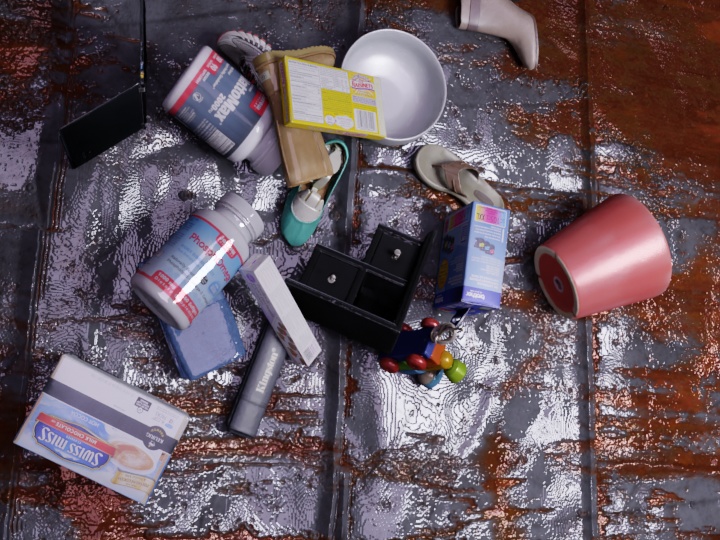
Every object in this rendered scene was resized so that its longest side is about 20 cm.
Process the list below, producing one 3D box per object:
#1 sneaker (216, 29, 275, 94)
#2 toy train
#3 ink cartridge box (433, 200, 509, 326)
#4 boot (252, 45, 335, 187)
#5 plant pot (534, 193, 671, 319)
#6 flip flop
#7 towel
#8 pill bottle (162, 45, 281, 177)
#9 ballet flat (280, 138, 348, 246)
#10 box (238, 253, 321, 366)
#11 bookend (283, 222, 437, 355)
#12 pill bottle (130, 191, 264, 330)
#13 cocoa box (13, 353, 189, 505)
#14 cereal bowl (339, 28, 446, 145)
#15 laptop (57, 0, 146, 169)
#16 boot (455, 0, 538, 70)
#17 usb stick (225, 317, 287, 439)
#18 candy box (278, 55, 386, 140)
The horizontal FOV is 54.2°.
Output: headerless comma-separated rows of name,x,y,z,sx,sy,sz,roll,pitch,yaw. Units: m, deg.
sneaker,-0.162,-0.322,1.183,0.199,0.078,0.083,39,74,-8
toy train,0.130,0.140,1.135,0.115,0.199,0.086,39,60,-24
ink cartridge box,0.187,-0.001,1.209,0.075,0.136,0.204,10,79,-13
boot,-0.083,-0.247,1.131,0.173,0.066,0.204,-22,96,-41
plant pot,0.424,-0.011,1.266,0.175,0.200,0.204,-23,89,-10
flip flop,0.184,-0.162,1.274,0.199,0.057,0.082,37,73,-9
towel,-0.262,0.062,1.109,0.110,0.048,0.203,-21,87,-23
pill bottle,-0.204,-0.248,1.131,0.199,0.119,0.121,37,73,-21
ballet flat,-0.077,-0.139,1.184,0.066,0.070,0.203,27,75,-11
box,-0.122,0.064,1.100,0.042,0.038,0.202,-50,130,-32
bookend,0.000,0.000,1.158,0.196,0.093,0.202,23,60,4
pill bottle,-0.237,-0.019,1.049,0.109,0.109,0.201,42,68,-7
cocoa box,-0.362,0.224,1.008,0.198,0.133,0.133,29,75,-10
cereal bowl,0.048,-0.313,1.242,0.196,0.083,0.205,3,81,-16
laptop,-0.378,-0.272,1.050,0.113,0.187,0.205,0,82,-17
boot,0.255,-0.476,1.345,0.143,0.070,0.204,-8,83,-11
usb stick,-0.159,0.168,1.132,0.055,0.033,0.203,25,75,-18
candy box,-0.040,-0.268,1.112,0.197,0.026,0.105,-1,80,-42
